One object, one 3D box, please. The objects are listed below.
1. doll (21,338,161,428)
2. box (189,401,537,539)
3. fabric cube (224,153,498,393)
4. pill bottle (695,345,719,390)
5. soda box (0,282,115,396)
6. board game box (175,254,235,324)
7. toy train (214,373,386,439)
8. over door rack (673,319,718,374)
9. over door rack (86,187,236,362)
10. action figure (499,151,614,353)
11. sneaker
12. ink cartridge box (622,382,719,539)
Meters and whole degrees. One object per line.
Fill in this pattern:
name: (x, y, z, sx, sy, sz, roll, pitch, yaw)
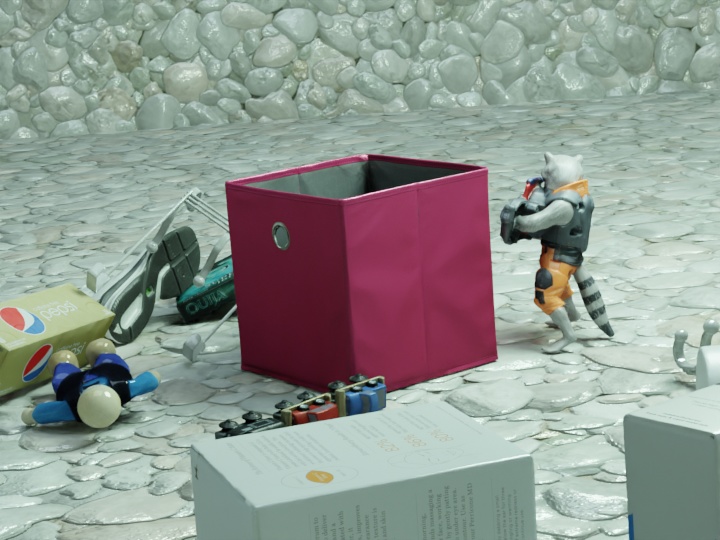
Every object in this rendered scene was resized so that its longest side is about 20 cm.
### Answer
doll: (-0.258, 0.115, 1.697, 0.136, 0.048, 0.200, -18, 14, -12)
box: (0.000, 0.172, 1.225, 0.200, 0.106, 0.152, -8, 14, -19)
fabric cube: (0.000, 0.000, 1.788, 0.200, 0.199, 0.196, -14, 17, -38)
pill bottle: (0.373, 0.099, 1.418, 0.200, 0.114, 0.114, -3, 13, 4)
soda box: (-0.335, 0.070, 1.805, 0.068, 0.064, 0.200, 33, 21, 15)
board game box: (-0.122, -0.007, 2.088, 0.200, 0.028, 0.135, -26, 13, 0)
toy train: (-0.045, 0.130, 1.598, 0.046, 0.034, 0.200, 13, 21, 43)
over door rack: (0.391, 0.073, 1.606, 0.148, 0.067, 0.200, -8, 13, -15)
over door rack: (-0.187, 0.008, 1.938, 0.148, 0.067, 0.200, 34, 46, 13)
action figure: (0.216, -0.030, 1.861, 0.105, 0.194, 0.200, 2, 14, 22)
sneaker: (-0.273, 0.010, 2.036, 0.115, 0.076, 0.201, 1, 32, 31)
ink cartridge box: (0.273, 0.146, 1.167, 0.200, 0.146, 0.084, -12, 13, -36)
